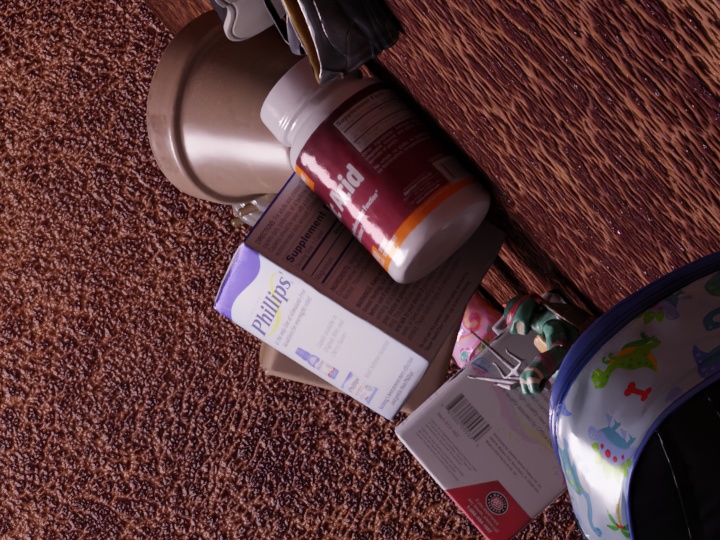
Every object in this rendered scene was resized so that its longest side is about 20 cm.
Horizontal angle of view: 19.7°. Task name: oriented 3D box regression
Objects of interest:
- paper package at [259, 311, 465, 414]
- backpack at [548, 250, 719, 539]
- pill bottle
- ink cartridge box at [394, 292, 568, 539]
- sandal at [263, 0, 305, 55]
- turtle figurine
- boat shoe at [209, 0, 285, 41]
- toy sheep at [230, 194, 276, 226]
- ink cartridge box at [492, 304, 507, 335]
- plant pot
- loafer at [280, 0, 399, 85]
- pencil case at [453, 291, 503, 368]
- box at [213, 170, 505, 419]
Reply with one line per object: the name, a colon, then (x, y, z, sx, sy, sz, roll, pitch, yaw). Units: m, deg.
paper package: (0.008, 0.030, 2.121, 0.189, 0.201, 0.103, 16, -176, -12)
backpack: (0.185, 0.087, 1.068, 0.147, 0.182, 0.201, 49, 167, 49)
pill bottle: (0.010, -0.096, 1.833, 0.200, 0.114, 0.114, 47, 177, 15)
ink cartridge box: (0.153, 0.138, 1.943, 0.146, 0.200, 0.083, 49, 180, 1)
sandal: (-0.065, -0.235, 1.847, 0.076, 0.043, 0.200, 47, 176, 29)
turtle figurine: (0.180, 0.082, 1.806, 0.199, 0.101, 0.150, 32, -173, 16)
boat shoe: (-0.115, -0.265, 1.911, 0.061, 0.074, 0.200, 56, -176, 12)
toy sheep: (-0.173, -0.136, 3.669, 0.138, 0.138, 0.200, 49, 167, -4)
ink cartridge box: (0.205, 0.109, 2.251, 0.161, 0.050, 0.200, 49, 175, -2)
plant pot: (-0.085, -0.152, 2.057, 0.174, 0.201, 0.200, 19, 156, 46)
loafer: (-0.054, -0.226, 1.546, 0.200, 0.072, 0.073, 51, 177, -19)
pencil case: (0.100, 0.037, 2.481, 0.200, 0.087, 0.087, 46, 176, 32)
box: (0.000, 0.000, 1.900, 0.199, 0.184, 0.105, 33, 139, 2)
